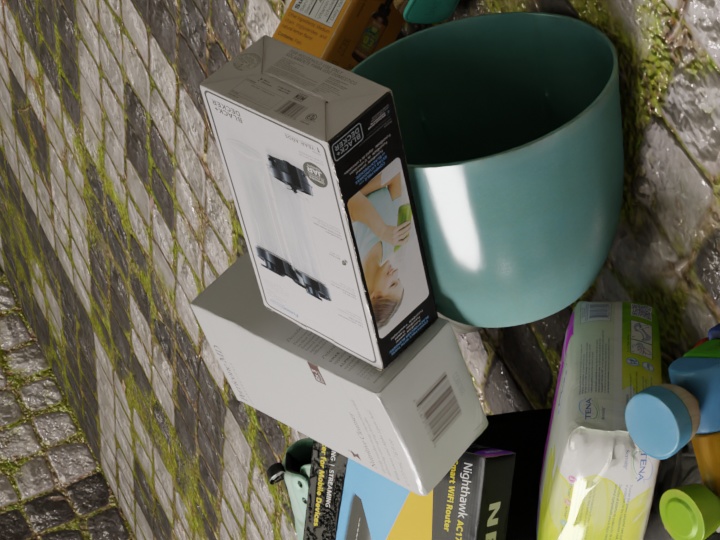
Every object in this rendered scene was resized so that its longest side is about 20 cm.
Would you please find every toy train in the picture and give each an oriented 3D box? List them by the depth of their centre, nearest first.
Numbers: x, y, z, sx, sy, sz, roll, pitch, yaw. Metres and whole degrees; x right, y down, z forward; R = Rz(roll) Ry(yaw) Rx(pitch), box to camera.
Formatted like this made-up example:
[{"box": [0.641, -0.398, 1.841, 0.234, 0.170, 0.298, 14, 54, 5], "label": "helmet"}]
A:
[{"box": [0.237, 0.142, 1.161, 0.085, 0.116, 0.200, 1, 111, 54], "label": "toy train"}]

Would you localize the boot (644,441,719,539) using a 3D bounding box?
[{"box": [0.231, 0.150, 1.319, 0.200, 0.068, 0.131, 136, 124, -69], "label": "boot"}]

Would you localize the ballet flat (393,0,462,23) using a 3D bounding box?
[{"box": [0.070, -0.242, 1.343, 0.200, 0.068, 0.072, 145, 123, -74], "label": "ballet flat"}]

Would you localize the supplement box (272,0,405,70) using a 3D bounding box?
[{"box": [-0.027, -0.173, 1.452, 0.069, 0.200, 0.067, 32, -177, 40], "label": "supplement box"}]

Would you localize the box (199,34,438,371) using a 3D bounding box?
[{"box": [-0.024, -0.041, 1.185, 0.117, 0.060, 0.200, 26, 145, 36], "label": "box"}]

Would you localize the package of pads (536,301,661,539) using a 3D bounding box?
[{"box": [0.162, 0.142, 1.275, 0.155, 0.068, 0.200, -79, -5, -55], "label": "package of pads"}]

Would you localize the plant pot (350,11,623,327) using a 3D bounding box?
[{"box": [0.090, -0.059, 1.267, 0.201, 0.200, 0.161, 42, 153, 53], "label": "plant pot"}]

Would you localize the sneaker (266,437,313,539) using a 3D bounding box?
[{"box": [-0.012, 0.213, 1.442, 0.200, 0.074, 0.118, 47, 157, 52], "label": "sneaker"}]

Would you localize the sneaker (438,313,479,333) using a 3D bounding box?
[{"box": [0.077, -0.044, 1.481, 0.088, 0.075, 0.200, 1, 110, 57], "label": "sneaker"}]

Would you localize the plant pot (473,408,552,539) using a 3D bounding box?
[{"box": [0.122, 0.217, 1.472, 0.200, 0.177, 0.200, 65, 159, 14], "label": "plant pot"}]

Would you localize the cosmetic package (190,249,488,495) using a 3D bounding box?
[{"box": [-0.017, 0.066, 1.312, 0.200, 0.081, 0.113, 20, 145, 42], "label": "cosmetic package"}]

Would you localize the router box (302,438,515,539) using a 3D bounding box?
[{"box": [0.029, 0.217, 1.345, 0.149, 0.051, 0.200, 8, 95, 33], "label": "router box"}]
